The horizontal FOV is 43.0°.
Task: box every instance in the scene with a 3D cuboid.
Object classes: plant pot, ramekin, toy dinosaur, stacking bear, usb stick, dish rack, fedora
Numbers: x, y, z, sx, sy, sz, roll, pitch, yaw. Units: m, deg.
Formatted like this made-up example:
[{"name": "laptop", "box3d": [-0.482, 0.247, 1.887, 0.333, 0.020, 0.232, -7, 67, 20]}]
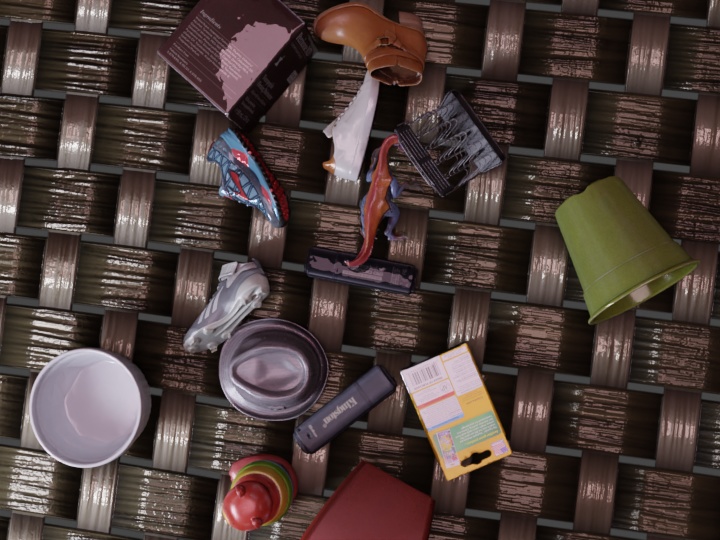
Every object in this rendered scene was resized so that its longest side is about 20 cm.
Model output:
[{"name": "plant pot", "box3d": [0.413, -0.043, 1.487, 0.199, 0.200, 0.191, -28, 75, 4]}, {"name": "ramekin", "box3d": [-0.459, 0.233, 1.585, 0.198, 0.105, 0.202, 0, 88, 5]}, {"name": "toy dinosaur", "box3d": [0.047, -0.130, 1.526, 0.104, 0.201, 0.183, 10, 132, 12]}, {"name": "stacking bear", "box3d": [-0.171, 0.373, 1.506, 0.113, 0.200, 0.122, -23, 86, 4]}, {"name": "usb stick", "box3d": [0.000, 0.000, 1.587, 0.198, 0.033, 0.056, 11, 82, 5]}, {"name": "usb stick", "box3d": [-0.026, 0.239, 1.574, 0.199, 0.033, 0.056, -38, 87, 3]}, {"name": "dish rack", "box3d": [0.145, -0.208, 1.510, 0.054, 0.200, 0.154, -39, 86, 38]}, {"name": "fedora", "box3d": [-0.157, 0.172, 1.566, 0.198, 0.090, 0.179, 8, 89, 5]}, {"name": "plant pot", "box3d": [0.023, 0.422, 1.501, 0.199, 0.200, 0.177, 28, 79, 5]}]

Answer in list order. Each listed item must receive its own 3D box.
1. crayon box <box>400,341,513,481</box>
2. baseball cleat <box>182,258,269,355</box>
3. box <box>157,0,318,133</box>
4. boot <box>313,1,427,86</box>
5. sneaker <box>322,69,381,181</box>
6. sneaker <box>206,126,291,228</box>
[{"name": "crayon box", "box3d": [0.163, 0.238, 1.556, 0.125, 0.052, 0.202, -23, 86, 4]}, {"name": "baseball cleat", "box3d": [-0.239, 0.059, 1.597, 0.199, 0.070, 0.107, -37, 52, 15]}, {"name": "box", "box3d": [-0.203, -0.372, 1.549, 0.164, 0.166, 0.200, 42, 93, 6]}, {"name": "boot", "box3d": [0.015, -0.376, 1.540, 0.198, 0.074, 0.156, 0, 51, 2]}, {"name": "sneaker", "box3d": [-0.017, -0.261, 1.575, 0.084, 0.073, 0.202, 16, 91, 3]}, {"name": "sneaker", "box3d": [-0.197, -0.147, 1.597, 0.095, 0.079, 0.201, -36, 77, 13]}]
